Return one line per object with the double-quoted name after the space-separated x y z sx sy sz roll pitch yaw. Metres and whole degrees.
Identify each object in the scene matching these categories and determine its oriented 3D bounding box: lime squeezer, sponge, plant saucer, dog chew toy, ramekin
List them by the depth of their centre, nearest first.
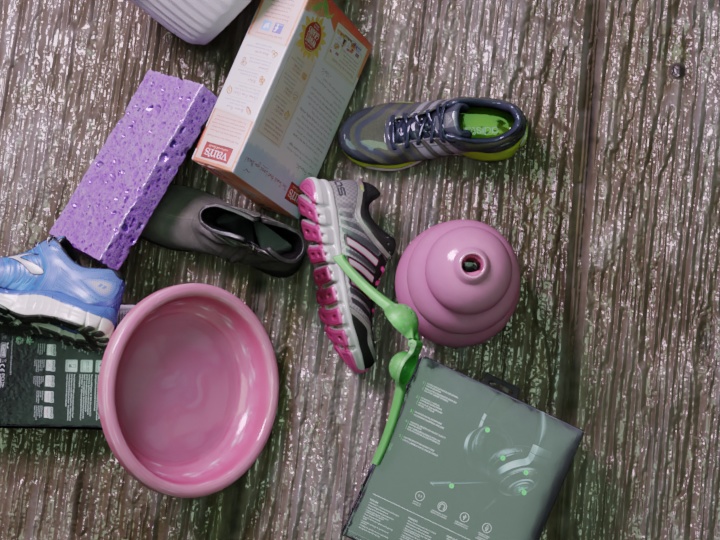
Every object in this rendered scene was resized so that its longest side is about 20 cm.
0.024 0.076 1.091 0.070 0.038 0.202 -11 82 4 "lime squeezer"
0.096 0.007 1.107 0.123 0.200 0.126 0 83 0 "dog chew toy"
-0.169 0.114 1.125 0.199 0.051 0.203 3 85 -43 "plant saucer"
-0.139 -0.316 1.150 0.105 0.200 0.201 41 84 -17 "ramekin"
-0.227 -0.102 1.171 0.111 0.030 0.201 23 81 47 "sponge"

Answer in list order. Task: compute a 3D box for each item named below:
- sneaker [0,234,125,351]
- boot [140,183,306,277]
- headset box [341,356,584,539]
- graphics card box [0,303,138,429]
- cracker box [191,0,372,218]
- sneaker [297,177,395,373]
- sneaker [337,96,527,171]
-0.310 0.013 1.119 0.198 0.079 0.090 13 60 17 "sneaker"
-0.144 -0.049 1.147 0.198 0.131 0.068 17 83 2 "boot"
0.100 0.198 1.138 0.173 0.093 0.201 24 83 3 "headset box"
-0.285 0.095 1.169 0.198 0.051 0.127 0 83 -1 "graphics card box"
-0.074 -0.169 1.158 0.057 0.134 0.201 18 81 29 "cracker box"
0.000 0.000 1.170 0.087 0.074 0.202 -13 93 -19 "sneaker"
0.075 -0.147 1.186 0.198 0.081 0.075 -7 83 -1 "sneaker"
